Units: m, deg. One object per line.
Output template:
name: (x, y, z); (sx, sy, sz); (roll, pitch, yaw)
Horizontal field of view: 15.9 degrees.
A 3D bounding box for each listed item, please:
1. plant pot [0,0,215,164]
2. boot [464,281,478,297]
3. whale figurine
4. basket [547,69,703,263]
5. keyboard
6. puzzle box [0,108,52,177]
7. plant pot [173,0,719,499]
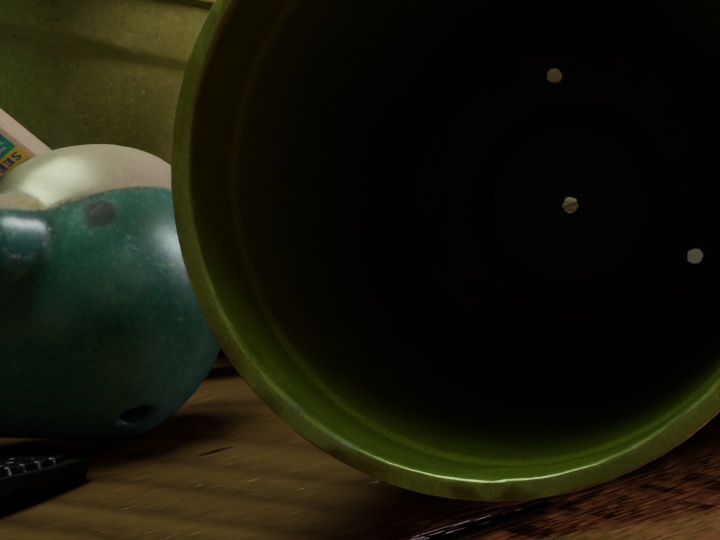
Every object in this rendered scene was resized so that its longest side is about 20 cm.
plant pot: (-0.137, -0.061, 1.305); (0.199, 0.185, 0.200); (11, 4, -1)
boot: (0.000, -0.001, 1.251); (0.143, 0.071, 0.201); (-2, 13, 17)
whale figurine: (-0.145, 0.031, 1.046); (0.199, 0.104, 0.159); (-22, -26, -18)
basket: (0.135, -0.069, 1.143); (0.199, 0.124, 0.136); (5, 10, 10)
keyboard: (-0.210, 0.078, 1.019); (0.199, 0.040, 0.104); (-7, 8, 37)
puzzle box: (-0.219, 0.003, 1.053); (0.200, 0.025, 0.133); (-39, -23, 4)
plant pot: (0.060, -0.029, 0.868); (0.199, 0.201, 0.193); (-9, -4, 12)
